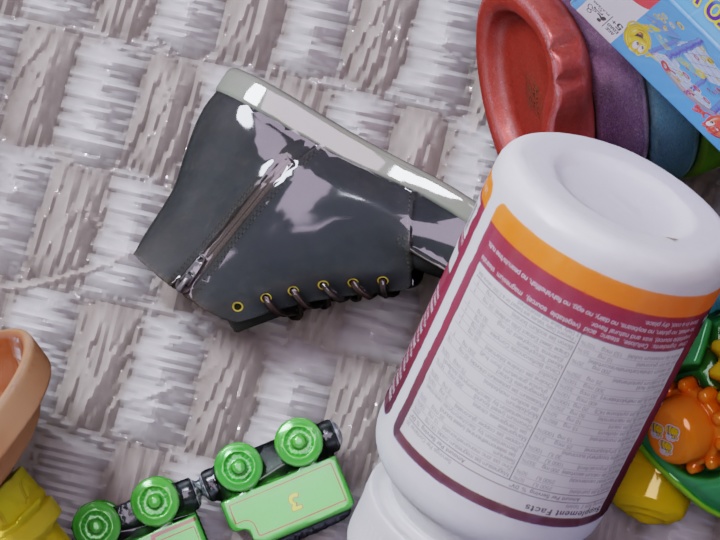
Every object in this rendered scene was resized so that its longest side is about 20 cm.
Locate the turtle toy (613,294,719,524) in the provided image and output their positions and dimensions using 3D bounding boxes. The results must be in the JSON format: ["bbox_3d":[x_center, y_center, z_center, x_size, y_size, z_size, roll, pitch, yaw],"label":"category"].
[{"bbox_3d":[0.205,0.056,1.182,0.199,0.101,0.147,17,78,6],"label":"turtle toy"}]

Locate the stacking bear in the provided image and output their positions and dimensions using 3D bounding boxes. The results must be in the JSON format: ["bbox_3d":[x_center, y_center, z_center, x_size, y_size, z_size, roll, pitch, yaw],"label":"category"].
[{"bbox_3d":[0.163,-0.098,1.221,0.199,0.122,0.114,-13,34,-12],"label":"stacking bear"}]

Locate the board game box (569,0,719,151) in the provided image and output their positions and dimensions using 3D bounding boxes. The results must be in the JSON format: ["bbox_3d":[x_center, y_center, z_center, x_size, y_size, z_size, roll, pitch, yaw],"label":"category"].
[{"bbox_3d":[0.225,-0.119,1.161,0.200,0.056,0.196,44,63,-3],"label":"board game box"}]

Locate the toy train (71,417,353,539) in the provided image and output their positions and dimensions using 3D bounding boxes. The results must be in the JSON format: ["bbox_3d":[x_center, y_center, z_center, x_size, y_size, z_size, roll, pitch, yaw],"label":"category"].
[{"bbox_3d":[-0.096,0.124,1.212,0.199,0.042,0.057,-23,87,-3],"label":"toy train"}]

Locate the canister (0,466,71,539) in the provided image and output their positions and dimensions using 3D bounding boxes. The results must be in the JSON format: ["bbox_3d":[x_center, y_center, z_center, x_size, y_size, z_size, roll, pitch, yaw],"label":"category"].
[{"bbox_3d":[-0.138,0.209,1.147,0.148,0.087,0.200,-40,93,-4],"label":"canister"}]

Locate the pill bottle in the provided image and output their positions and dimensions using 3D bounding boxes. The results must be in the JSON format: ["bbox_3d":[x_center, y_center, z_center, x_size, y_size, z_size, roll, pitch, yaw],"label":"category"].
[{"bbox_3d":[0.072,0.051,1.144,0.109,0.110,0.201,28,116,9],"label":"pill bottle"}]

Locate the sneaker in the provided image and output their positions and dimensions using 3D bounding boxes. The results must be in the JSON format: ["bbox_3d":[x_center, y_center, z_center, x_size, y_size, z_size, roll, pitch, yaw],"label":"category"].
[{"bbox_3d":[0.000,0.000,1.229,0.199,0.075,0.107,30,90,11],"label":"sneaker"}]

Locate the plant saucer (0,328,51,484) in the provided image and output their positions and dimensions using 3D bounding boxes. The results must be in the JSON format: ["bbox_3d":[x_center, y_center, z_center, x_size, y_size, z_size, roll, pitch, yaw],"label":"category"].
[{"bbox_3d":[-0.211,0.102,1.150,0.200,0.200,0.032,-40,106,-7],"label":"plant saucer"}]
